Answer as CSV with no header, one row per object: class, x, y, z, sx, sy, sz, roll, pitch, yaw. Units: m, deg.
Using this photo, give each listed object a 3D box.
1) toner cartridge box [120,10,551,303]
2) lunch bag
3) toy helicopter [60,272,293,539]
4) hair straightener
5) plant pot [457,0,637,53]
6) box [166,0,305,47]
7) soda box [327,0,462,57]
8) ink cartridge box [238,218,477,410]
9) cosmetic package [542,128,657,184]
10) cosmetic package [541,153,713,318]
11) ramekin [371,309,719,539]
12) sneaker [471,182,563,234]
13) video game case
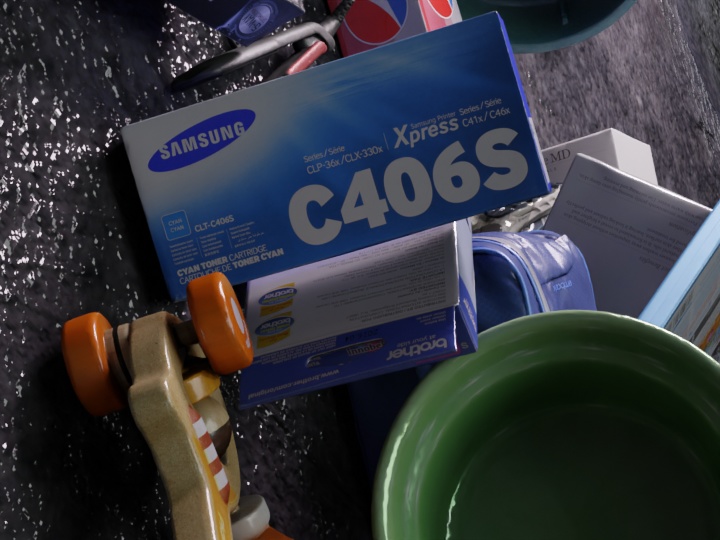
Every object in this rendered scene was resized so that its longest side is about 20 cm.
toner cartridge box,-0.012,-0.056,0.791,0.043,0.200,0.095,-17,90,-82
lunch bag,0.070,0.080,0.939,0.132,0.136,0.200,-14,90,-61
toy helicopter,-0.071,0.106,0.695,0.200,0.079,0.132,-105,176,-50
hair straightener,-0.054,-0.144,0.924,0.200,0.041,0.077,-47,117,-52
plant pot,0.122,-0.303,1.187,0.200,0.200,0.196,53,27,-34
box,-0.111,-0.238,0.836,0.160,0.043,0.200,22,47,-56
soda box,0.013,-0.211,1.053,0.063,0.070,0.200,-21,95,-61
ink cartridge box,0.000,0.000,0.832,0.200,0.119,0.042,-87,158,-52
cosmetic package,0.183,0.003,1.213,0.085,0.108,0.200,9,67,-59
cosmetic package,0.161,0.036,1.048,0.200,0.113,0.081,-65,157,6
ramekin,0.112,0.129,0.792,0.098,0.200,0.200,63,22,-66
sneaker,0.094,-0.004,1.110,0.200,0.078,0.086,-39,122,-52
video game case,0.208,0.052,1.004,0.143,0.018,0.200,-50,152,-32
